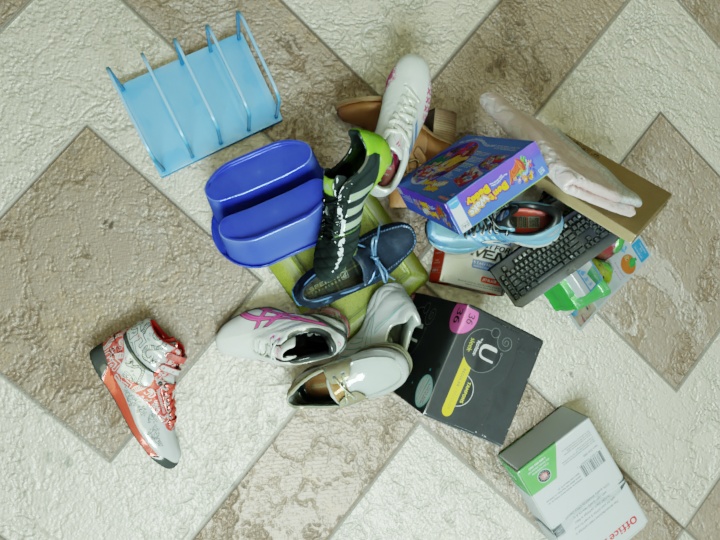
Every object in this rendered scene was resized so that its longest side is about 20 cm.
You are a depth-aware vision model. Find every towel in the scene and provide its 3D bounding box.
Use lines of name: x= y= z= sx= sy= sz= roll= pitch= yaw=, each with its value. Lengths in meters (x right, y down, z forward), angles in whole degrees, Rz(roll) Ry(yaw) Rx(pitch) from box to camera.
towel: x=0.272 y=-0.158 z=0.810 sx=0.189 sy=0.201 sz=0.032 roll=10 pitch=127 yaw=-40

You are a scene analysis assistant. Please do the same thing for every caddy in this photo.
caddy: x=-0.122 y=-0.090 z=0.843 sx=0.197 sy=0.105 sz=0.143 roll=-23 pitch=68 yaw=-4

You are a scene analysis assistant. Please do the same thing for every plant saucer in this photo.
plant saucer: x=-0.018 y=-0.009 z=0.895 sx=0.199 sy=0.048 sz=0.201 roll=-37 pitch=97 yaw=-9

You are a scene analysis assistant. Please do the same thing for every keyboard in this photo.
keyboard: x=0.275 y=-0.048 z=0.883 sx=0.198 sy=0.021 sz=0.128 roll=-34 pitch=73 yaw=-6

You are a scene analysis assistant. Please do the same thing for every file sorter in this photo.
file sorter: x=-0.221 y=-0.242 z=0.818 sx=0.198 sy=0.123 sz=0.141 roll=-28 pitch=96 yaw=-10

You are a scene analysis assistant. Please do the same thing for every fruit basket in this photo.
fruit basket: x=0.363 y=-0.038 z=0.947 sx=0.199 sy=0.094 sz=0.186 roll=-37 pitch=97 yaw=-12

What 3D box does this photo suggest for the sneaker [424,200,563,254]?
sneaker: x=0.188 y=-0.072 z=0.839 sx=0.196 sy=0.090 sz=0.080 roll=-5 pitch=81 yaw=6

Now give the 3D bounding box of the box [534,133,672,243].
box: x=0.347 y=-0.131 z=0.891 sx=0.199 sy=0.021 sz=0.163 roll=38 pitch=47 yaw=22

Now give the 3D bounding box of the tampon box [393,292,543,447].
tampon box: x=0.131 y=0.130 z=0.842 sx=0.125 sy=0.200 sz=0.152 roll=24 pitch=85 yaw=-14

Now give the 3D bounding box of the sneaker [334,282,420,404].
sneaker: x=0.020 y=0.120 z=0.864 sx=0.070 sy=0.080 sz=0.203 roll=15 pitch=109 yaw=-32

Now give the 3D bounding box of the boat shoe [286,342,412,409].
boat shoe: x=-0.019 y=0.157 z=0.825 sx=0.198 sy=0.068 sz=0.076 roll=-24 pitch=95 yaw=34

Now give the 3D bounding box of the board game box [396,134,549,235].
board game box: x=0.137 y=-0.121 z=0.789 sx=0.133 sy=0.200 sz=0.045 roll=-34 pitch=110 yaw=-3

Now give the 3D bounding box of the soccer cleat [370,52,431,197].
soccer cleat: x=0.055 y=-0.197 z=0.820 sx=0.069 sy=0.086 sz=0.203 roll=15 pitch=100 yaw=-6

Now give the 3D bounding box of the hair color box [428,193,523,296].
hair color box: x=0.182 y=-0.070 z=0.927 sx=0.109 sy=0.064 sz=0.204 roll=11 pitch=87 yaw=-10

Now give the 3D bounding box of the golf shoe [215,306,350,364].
golf shoe: x=-0.116 y=0.093 z=0.835 sx=0.196 sy=0.092 sz=0.074 roll=-7 pitch=103 yaw=10

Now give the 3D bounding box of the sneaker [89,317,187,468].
sneaker: x=-0.279 y=0.168 z=0.835 sx=0.107 sy=0.067 sz=0.203 roll=-32 pitch=93 yaw=-7

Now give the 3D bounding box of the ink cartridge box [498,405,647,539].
ink cartridge box: x=0.334 y=0.346 z=0.945 sx=0.145 sy=0.084 sz=0.202 roll=-32 pitch=96 yaw=-9

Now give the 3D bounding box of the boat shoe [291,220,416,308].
boat shoe: x=0.000 y=0.000 z=0.839 sx=0.199 sy=0.069 sz=0.085 roll=-36 pitch=96 yaw=-9

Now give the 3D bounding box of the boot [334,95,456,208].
boot: x=0.050 y=-0.173 z=0.904 sx=0.196 sy=0.077 sz=0.158 roll=7 pitch=93 yaw=-18

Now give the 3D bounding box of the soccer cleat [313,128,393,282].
soccer cleat: x=-0.026 y=-0.084 z=0.766 sx=0.080 sy=0.067 sz=0.203 roll=14 pitch=101 yaw=-49
